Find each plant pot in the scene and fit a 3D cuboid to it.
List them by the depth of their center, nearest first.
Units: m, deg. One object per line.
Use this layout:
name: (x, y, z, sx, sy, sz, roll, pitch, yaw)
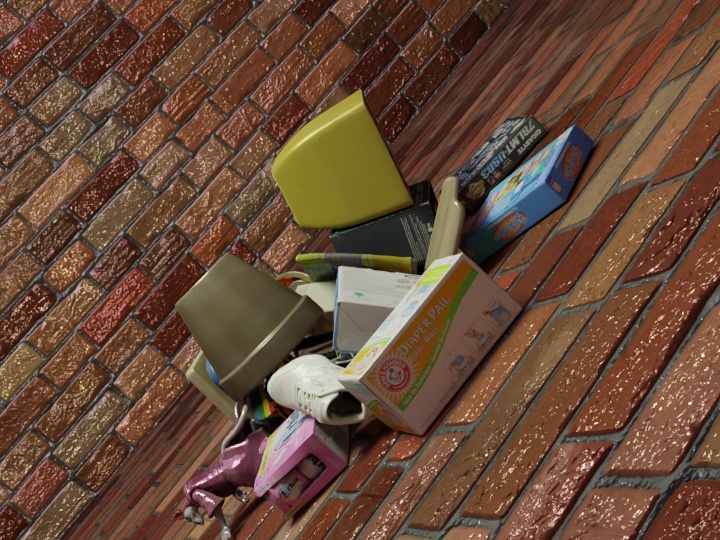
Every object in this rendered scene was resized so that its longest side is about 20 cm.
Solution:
plant pot: (-0.185, 0.073, 1.695, 0.200, 0.174, 0.200, -45, 6, 6)
plant pot: (-0.043, -0.176, 1.907, 0.200, 0.196, 0.194, -25, 14, 6)

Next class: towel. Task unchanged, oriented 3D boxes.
towel: (0.000, 0.000, 1.797, 0.144, 0.200, 0.023, 73, -159, -75)

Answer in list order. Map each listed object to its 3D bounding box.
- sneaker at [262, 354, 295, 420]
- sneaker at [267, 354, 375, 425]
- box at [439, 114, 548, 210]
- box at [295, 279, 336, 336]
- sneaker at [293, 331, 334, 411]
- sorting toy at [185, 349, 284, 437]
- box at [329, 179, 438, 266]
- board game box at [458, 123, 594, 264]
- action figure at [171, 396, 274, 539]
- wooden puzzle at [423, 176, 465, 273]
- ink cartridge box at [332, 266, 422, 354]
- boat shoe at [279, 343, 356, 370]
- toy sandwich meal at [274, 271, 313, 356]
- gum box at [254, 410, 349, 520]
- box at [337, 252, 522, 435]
sneaker: (-0.087, 0.157, 1.820, 0.078, 0.112, 0.200, -38, 12, 48)
sneaker: (-0.049, 0.159, 1.438, 0.200, 0.075, 0.100, -1, 14, 33)
box: (0.240, -0.198, 2.019, 0.200, 0.050, 0.199, -48, 9, 0)
box: (-0.027, 0.062, 1.828, 0.200, 0.082, 0.068, -10, 48, 46)
sneaker: (-0.079, 0.171, 1.709, 0.201, 0.115, 0.076, -46, 9, 13)
sorting toy: (-0.178, 0.185, 1.868, 0.070, 0.200, 0.199, -40, 10, 20)
box: (0.054, -0.068, 1.946, 0.182, 0.104, 0.200, -18, 14, 10)
board game box: (0.242, -0.110, 1.608, 0.200, 0.045, 0.152, -39, 13, 47)
action figure: (-0.208, 0.313, 1.659, 0.200, 0.149, 0.134, -34, 14, -4)
wooden puzzle: (0.130, -0.034, 1.645, 0.200, 0.037, 0.185, -86, 7, -73)
ink cartridge box: (0.031, 0.053, 1.541, 0.200, 0.136, 0.076, -92, 9, -72)
boat shoe: (-0.017, 0.123, 1.545, 0.199, 0.068, 0.074, -20, 10, -3)
toy sandwich meal: (-0.122, 0.102, 2.002, 0.205, 0.205, 0.070, -42, -18, 34)
gum box: (-0.077, 0.250, 1.503, 0.114, 0.066, 0.200, -45, 8, 9)
box: (0.081, 0.089, 1.318, 0.200, 0.101, 0.112, -50, 8, -12)
